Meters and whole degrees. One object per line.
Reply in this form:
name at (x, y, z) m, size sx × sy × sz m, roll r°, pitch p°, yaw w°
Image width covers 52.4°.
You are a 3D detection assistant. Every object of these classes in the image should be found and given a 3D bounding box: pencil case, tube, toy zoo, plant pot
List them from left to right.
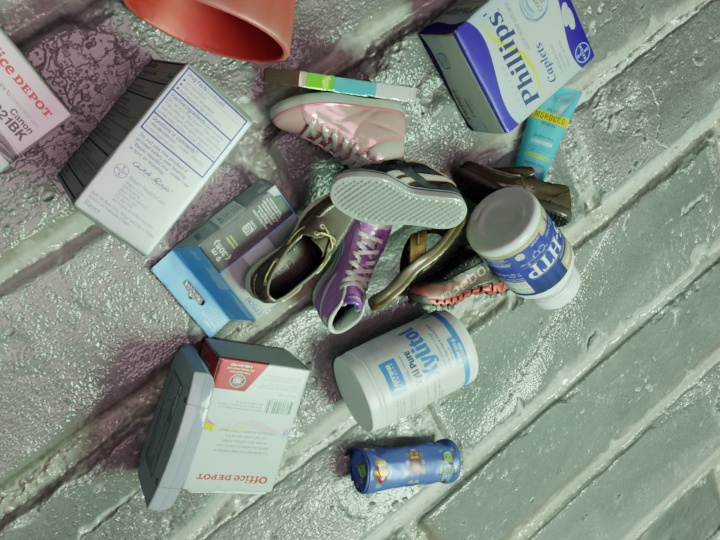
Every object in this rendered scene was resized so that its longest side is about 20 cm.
plant pot at (-0.157, -0.365, 0.855) m, size 0.199 × 0.200 × 0.178 m, roll 16°, pitch 89°, yaw -30°
toy zoo at (-0.015, -0.249, 0.988) m, size 0.199 × 0.131 × 0.021 m, roll 0°, pitch 105°, yaw -28°
pencil case at (0.072, 0.331, 1.242) m, size 0.199 × 0.087 × 0.079 m, roll 3°, pitch 68°, yaw -29°
tube at (0.297, -0.209, 1.212) m, size 0.077 × 0.050 × 0.201 m, roll 18°, pitch 96°, yaw -3°

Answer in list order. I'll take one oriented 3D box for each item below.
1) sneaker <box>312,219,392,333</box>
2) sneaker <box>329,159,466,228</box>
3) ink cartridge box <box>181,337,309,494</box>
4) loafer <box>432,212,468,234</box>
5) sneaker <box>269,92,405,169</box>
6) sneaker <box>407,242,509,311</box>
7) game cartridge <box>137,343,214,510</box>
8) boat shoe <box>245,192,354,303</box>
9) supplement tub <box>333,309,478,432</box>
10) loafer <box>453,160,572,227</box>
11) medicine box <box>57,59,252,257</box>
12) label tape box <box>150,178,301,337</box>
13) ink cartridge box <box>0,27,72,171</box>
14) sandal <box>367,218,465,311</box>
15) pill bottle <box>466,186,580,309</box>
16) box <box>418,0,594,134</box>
sneaker at (0.001, 0.000, 1.058) m, size 0.072 × 0.114 × 0.201 m, roll 18°, pitch 108°, yaw -20°
sneaker at (0.046, -0.110, 1.014) m, size 0.199 × 0.080 × 0.079 m, roll 10°, pitch 130°, yaw -22°
ink cartridge box at (-0.179, 0.214, 1.068) m, size 0.145 × 0.083 × 0.201 m, roll 13°, pitch 99°, yaw -33°
loafer at (0.070, -0.114, 1.115) m, size 0.199 × 0.067 × 0.076 m, roll 34°, pitch 85°, yaw -16°
sneaker at (-0.024, -0.182, 1.013) m, size 0.199 × 0.075 × 0.105 m, roll -1°, pitch 79°, yaw -24°
sneaker at (0.161, 0.005, 1.193) m, size 0.199 × 0.071 × 0.099 m, roll -13°, pitch 111°, yaw -26°
game cartridge at (-0.254, 0.215, 1.003) m, size 0.040 × 0.133 × 0.201 m, roll 17°, pitch 97°, yaw -24°
boat shoe at (-0.069, -0.032, 0.992) m, size 0.200 × 0.059 × 0.072 m, roll -45°, pitch 119°, yaw -17°
supplement tub at (0.073, 0.156, 1.158) m, size 0.199 × 0.132 × 0.133 m, roll -24°, pitch 115°, yaw -21°
loafer at (0.246, -0.133, 1.171) m, size 0.199 × 0.073 × 0.071 m, roll 22°, pitch 71°, yaw -1°
medicine box at (-0.249, -0.142, 0.868) m, size 0.103 × 0.182 × 0.200 m, roll 41°, pitch 85°, yaw -31°
label tape box at (-0.165, -0.009, 1.021) m, size 0.200 × 0.066 × 0.144 m, roll -41°, pitch 120°, yaw -13°
ink cartridge box at (-0.447, -0.173, 0.812) m, size 0.200 × 0.084 × 0.145 m, roll -42°, pitch 119°, yaw -11°
sandal at (0.077, -0.021, 1.050) m, size 0.200 × 0.080 × 0.054 m, roll -41°, pitch 84°, yaw -15°
pill bottle at (0.262, -0.026, 1.140) m, size 0.120 × 0.120 × 0.200 m, roll -53°, pitch 130°, yaw -4°
box at (0.223, -0.338, 1.101) m, size 0.200 × 0.105 × 0.184 m, roll -42°, pitch 119°, yaw -10°
